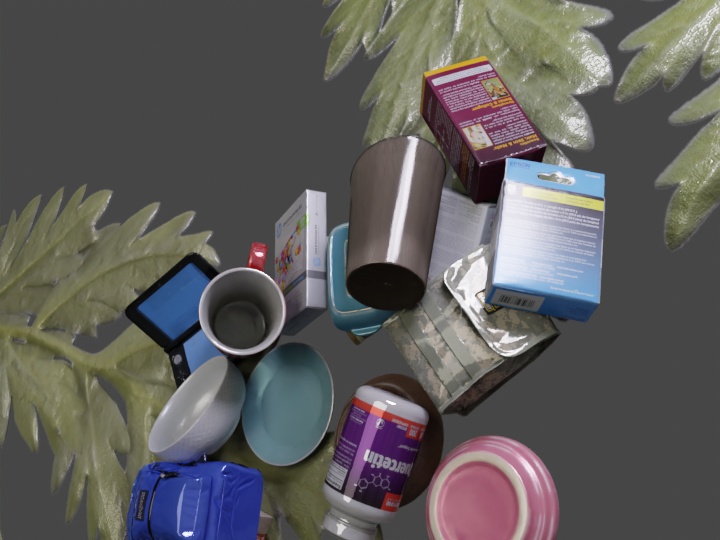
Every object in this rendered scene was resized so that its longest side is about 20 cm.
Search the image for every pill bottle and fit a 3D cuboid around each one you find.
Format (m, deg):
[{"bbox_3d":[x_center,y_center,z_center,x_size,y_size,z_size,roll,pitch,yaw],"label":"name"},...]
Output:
[{"bbox_3d":[0.016,0.272,1.236,0.111,0.112,0.203,16,85,39],"label":"pill bottle"}]

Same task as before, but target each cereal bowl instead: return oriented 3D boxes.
[{"bbox_3d":[-0.262,0.246,1.484,0.199,0.083,0.201,-40,22,20],"label":"cereal bowl"}]

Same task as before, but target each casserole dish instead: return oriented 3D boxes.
[{"bbox_3d":[0.000,0.000,1.361,0.119,0.039,0.203,-11,64,17],"label":"casserole dish"}]

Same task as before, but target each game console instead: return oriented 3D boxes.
[{"bbox_3d":[-0.304,0.103,1.575,0.199,0.116,0.178,-37,56,22],"label":"game console"}]

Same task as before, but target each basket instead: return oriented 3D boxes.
[{"bbox_3d":[0.044,-0.057,1.249,0.181,0.134,0.202,128,156,-51],"label":"basket"}]

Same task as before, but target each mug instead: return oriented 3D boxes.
[{"bbox_3d":[-0.180,0.065,1.439,0.133,0.200,0.178,41,75,1],"label":"mug"}]

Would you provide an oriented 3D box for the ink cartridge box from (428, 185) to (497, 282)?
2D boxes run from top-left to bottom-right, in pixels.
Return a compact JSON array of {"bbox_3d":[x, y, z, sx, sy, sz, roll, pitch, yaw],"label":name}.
[{"bbox_3d":[0.120,-0.025,1.359,0.161,0.057,0.203,24,110,39],"label":"ink cartridge box"}]

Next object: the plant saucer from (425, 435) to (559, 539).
[{"bbox_3d":[0.167,0.323,1.187,0.198,0.051,0.204,-13,68,32],"label":"plant saucer"}]

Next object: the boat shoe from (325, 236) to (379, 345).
[{"bbox_3d":[-0.011,0.024,1.419,0.064,0.073,0.202,-22,60,6],"label":"boat shoe"}]

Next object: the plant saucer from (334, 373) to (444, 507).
[{"bbox_3d":[0.033,0.253,1.324,0.198,0.034,0.204,-13,67,32],"label":"plant saucer"}]

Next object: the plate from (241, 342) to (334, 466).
[{"bbox_3d":[-0.116,0.220,1.451,0.198,0.025,0.204,-14,66,33],"label":"plate"}]

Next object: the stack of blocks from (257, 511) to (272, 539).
[{"bbox_3d":[-0.240,0.396,1.461,0.198,0.058,0.117,17,84,39],"label":"stack of blocks"}]

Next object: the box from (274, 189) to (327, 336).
[{"bbox_3d":[-0.100,-0.010,1.465,0.156,0.041,0.203,143,131,-59],"label":"box"}]

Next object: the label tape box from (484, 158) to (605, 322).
[{"bbox_3d":[0.251,-0.043,1.193,0.141,0.066,0.203,10,61,2],"label":"label tape box"}]

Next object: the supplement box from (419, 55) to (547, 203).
[{"bbox_3d":[0.177,-0.212,1.312,0.109,0.086,0.202,-17,57,-12],"label":"supplement box"}]

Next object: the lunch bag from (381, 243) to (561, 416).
[{"bbox_3d":[0.158,0.080,1.231,0.200,0.117,0.165,-42,63,16],"label":"lunch bag"}]

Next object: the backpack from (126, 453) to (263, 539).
[{"bbox_3d":[-0.270,0.363,1.353,0.198,0.167,0.165,-6,63,35],"label":"backpack"}]
